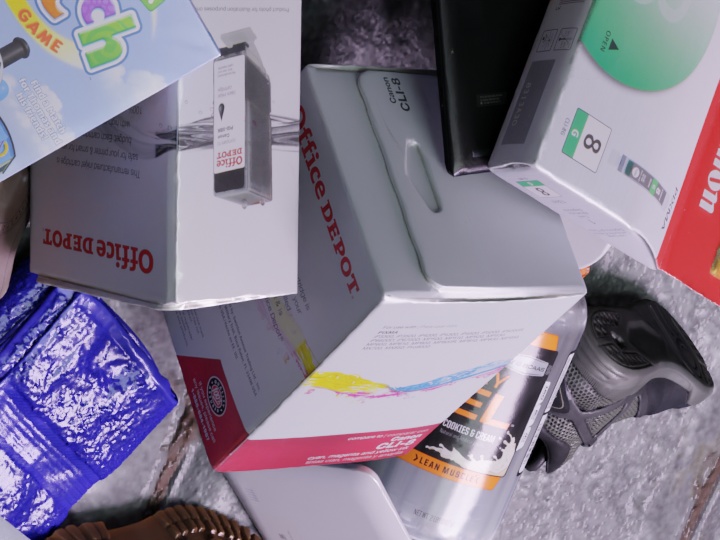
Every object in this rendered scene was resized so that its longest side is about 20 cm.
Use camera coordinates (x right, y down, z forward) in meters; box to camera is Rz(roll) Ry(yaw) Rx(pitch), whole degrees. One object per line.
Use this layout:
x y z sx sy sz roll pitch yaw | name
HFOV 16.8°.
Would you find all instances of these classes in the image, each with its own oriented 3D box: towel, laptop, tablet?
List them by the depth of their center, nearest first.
0.085 -0.160 1.364 0.186 0.116 0.202 -8 95 -33 | laptop
-0.202 0.101 1.377 0.200 0.049 0.148 -46 131 -8 | towel
-0.010 0.179 1.511 0.014 0.129 0.201 -56 137 -31 | tablet

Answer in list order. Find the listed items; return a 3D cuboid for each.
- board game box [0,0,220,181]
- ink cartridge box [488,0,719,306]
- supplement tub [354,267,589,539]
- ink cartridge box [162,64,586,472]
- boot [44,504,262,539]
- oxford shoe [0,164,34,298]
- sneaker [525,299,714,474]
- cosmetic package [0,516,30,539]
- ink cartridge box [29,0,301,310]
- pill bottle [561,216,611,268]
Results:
-0.188 -0.118 1.137 0.199 0.037 0.152 -30 107 -1 | board game box
0.177 -0.085 1.331 0.199 0.050 0.162 29 75 -29 | ink cartridge box
0.063 0.059 1.503 0.122 0.122 0.201 13 104 -40 | supplement tub
0.000 0.000 1.352 0.144 0.146 0.200 -1 152 -35 | ink cartridge box
-0.134 0.204 1.478 0.199 0.075 0.108 2 132 -44 | boot
-0.228 0.020 1.304 0.073 0.071 0.201 26 96 -47 | oxford shoe
0.159 0.077 1.622 0.114 0.077 0.199 -37 162 25 | sneaker
-0.289 0.182 1.310 0.199 0.052 0.151 -35 133 10 | cosmetic package
-0.102 -0.089 1.255 0.082 0.146 0.202 -4 99 -37 | ink cartridge box
0.149 -0.097 1.445 0.200 0.116 0.117 -52 139 -40 | pill bottle
